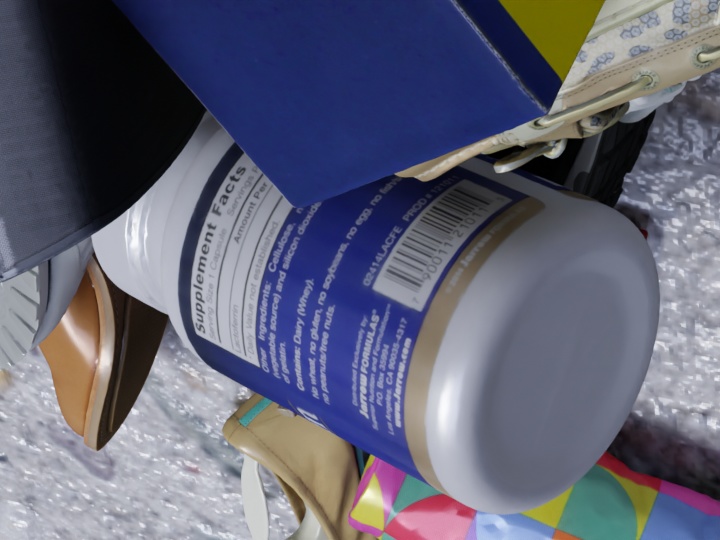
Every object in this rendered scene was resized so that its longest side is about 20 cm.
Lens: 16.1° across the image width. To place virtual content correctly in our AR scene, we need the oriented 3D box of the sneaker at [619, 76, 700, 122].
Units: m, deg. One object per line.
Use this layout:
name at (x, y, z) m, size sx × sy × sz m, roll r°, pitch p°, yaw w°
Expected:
sneaker at (0.102, -0.089, 0.890) m, size 0.200 × 0.070 × 0.080 m, roll -3°, pitch 91°, yaw 38°

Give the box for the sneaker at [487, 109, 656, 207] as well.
sneaker at (0.046, -0.020, 0.998) m, size 0.088 × 0.076 × 0.200 m, roll 30°, pitch 126°, yaw 10°

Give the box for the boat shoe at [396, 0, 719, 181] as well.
boat shoe at (0.085, -0.072, 0.821) m, size 0.200 × 0.073 × 0.063 m, roll -28°, pitch 110°, yaw 34°

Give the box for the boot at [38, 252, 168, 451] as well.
boot at (-0.168, -0.015, 1.135) m, size 0.155 × 0.077 × 0.200 m, roll 14°, pitch 136°, yaw 14°

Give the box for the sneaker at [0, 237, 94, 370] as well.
sneaker at (-0.122, -0.033, 1.027) m, size 0.076 × 0.080 × 0.200 m, roll 45°, pitch 144°, yaw 14°

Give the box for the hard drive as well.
hard drive at (-0.087, -0.093, 0.828) m, size 0.042 × 0.200 × 0.135 m, roll -5°, pitch 114°, yaw 14°

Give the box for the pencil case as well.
pencil case at (0.093, 0.110, 1.123) m, size 0.200 × 0.088 × 0.088 m, roll 25°, pitch 141°, yaw 7°

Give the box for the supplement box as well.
supplement box at (0.021, -0.134, 0.804) m, size 0.109 × 0.200 × 0.110 m, roll -20°, pitch 121°, yaw 41°

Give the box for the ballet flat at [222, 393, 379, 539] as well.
ballet flat at (-0.019, 0.128, 1.212) m, size 0.069 × 0.063 × 0.200 m, roll 37°, pitch 153°, yaw 50°

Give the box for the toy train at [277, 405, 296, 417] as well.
toy train at (-0.048, -0.010, 1.079) m, size 0.046 × 0.034 × 0.200 m, roll 7°, pitch 136°, yaw 28°

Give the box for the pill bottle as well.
pill bottle at (0.000, 0.000, 0.932) m, size 0.200 × 0.116 × 0.116 m, roll 26°, pitch 146°, yaw 37°

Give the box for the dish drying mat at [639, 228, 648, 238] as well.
dish drying mat at (0.022, -0.019, 1.072) m, size 0.200 × 0.018 × 0.077 m, roll 16°, pitch 138°, yaw 13°
